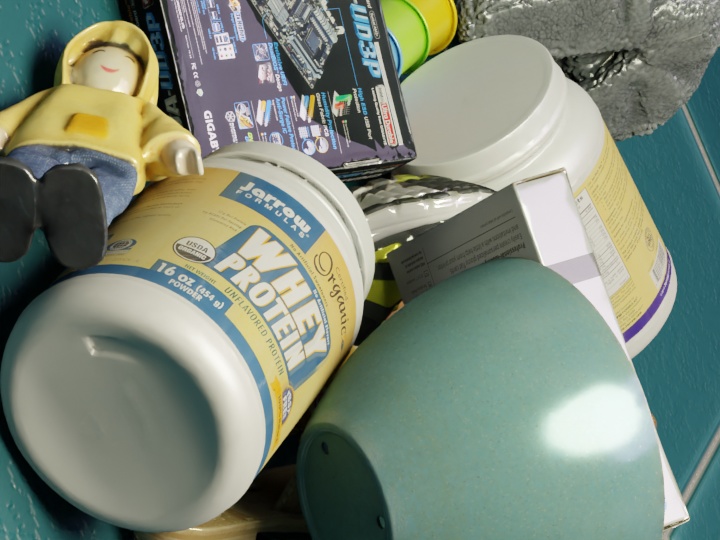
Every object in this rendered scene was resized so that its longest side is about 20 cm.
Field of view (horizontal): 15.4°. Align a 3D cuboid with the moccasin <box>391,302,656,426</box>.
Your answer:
[{"bbox_3d":[0.099,0.046,1.643,0.201,0.078,0.074,36,23,3],"label":"moccasin"}]

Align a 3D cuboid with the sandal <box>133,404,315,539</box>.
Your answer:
[{"bbox_3d":[-0.043,0.106,1.479,0.211,0.077,0.070,-11,117,-55],"label":"sandal"}]

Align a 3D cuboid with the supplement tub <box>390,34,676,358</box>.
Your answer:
[{"bbox_3d":[0.107,-0.037,1.720,0.200,0.145,0.146,59,34,-35],"label":"supplement tub"}]

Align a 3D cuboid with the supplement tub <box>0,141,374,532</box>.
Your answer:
[{"bbox_3d":[-0.084,0.029,1.397,0.145,0.144,0.200,63,33,-18],"label":"supplement tub"}]

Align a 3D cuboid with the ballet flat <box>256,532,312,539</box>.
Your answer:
[{"bbox_3d":[-0.045,0.176,1.485,0.200,0.069,0.070,-15,90,-59],"label":"ballet flat"}]

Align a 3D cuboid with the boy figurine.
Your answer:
[{"bbox_3d":[-0.139,-0.068,1.384,0.200,0.124,0.065,-70,165,-60],"label":"boy figurine"}]

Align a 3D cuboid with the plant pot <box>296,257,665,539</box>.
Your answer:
[{"bbox_3d":[0.046,0.107,1.402,0.134,0.200,0.201,-17,91,-30],"label":"plant pot"}]

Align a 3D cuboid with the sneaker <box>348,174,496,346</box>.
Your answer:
[{"bbox_3d":[0.000,0.000,1.581,0.199,0.074,0.085,-17,108,-24],"label":"sneaker"}]

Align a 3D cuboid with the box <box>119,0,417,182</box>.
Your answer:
[{"bbox_3d":[-0.061,-0.147,1.560,0.158,0.046,0.201,-10,84,-37],"label":"box"}]

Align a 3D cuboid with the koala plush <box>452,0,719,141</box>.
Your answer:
[{"bbox_3d":[0.144,-0.198,1.867,0.200,0.183,0.178,-110,-178,-49],"label":"koala plush"}]

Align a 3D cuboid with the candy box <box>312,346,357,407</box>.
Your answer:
[{"bbox_3d":[0.032,0.112,1.666,0.200,0.026,0.103,41,41,-43],"label":"candy box"}]

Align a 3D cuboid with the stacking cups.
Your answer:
[{"bbox_3d":[-0.006,-0.127,1.690,0.200,0.060,0.061,-45,115,-50],"label":"stacking cups"}]

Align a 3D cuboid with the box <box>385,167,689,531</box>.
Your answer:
[{"bbox_3d":[0.095,0.061,1.474,0.041,0.156,0.201,-17,85,-29],"label":"box"}]
